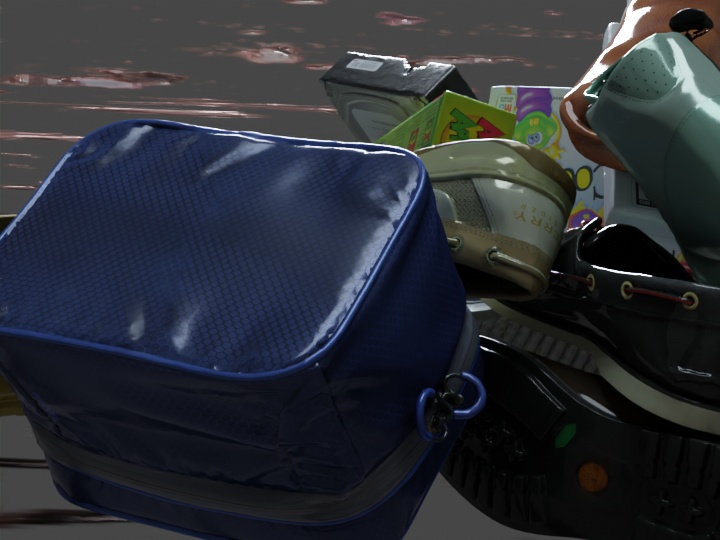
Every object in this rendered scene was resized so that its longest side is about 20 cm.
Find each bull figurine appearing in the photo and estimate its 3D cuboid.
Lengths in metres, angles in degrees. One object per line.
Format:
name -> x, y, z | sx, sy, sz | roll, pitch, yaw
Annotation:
bull figurine -> 0.180, -0.113, 0.938 | 0.121, 0.065, 0.200 | 28, 52, 12

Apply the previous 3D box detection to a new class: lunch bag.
lunch bag -> -0.043, 0.033, 0.713 | 0.200, 0.132, 0.136 | 10, 48, 29

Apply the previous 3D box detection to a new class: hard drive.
hard drive -> 0.066, -0.060, 1.204 | 0.038, 0.200, 0.140 | -46, 30, -16

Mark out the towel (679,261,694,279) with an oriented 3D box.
towel -> 0.206, 0.011, 0.942 | 0.200, 0.023, 0.144 | 7, -7, 23

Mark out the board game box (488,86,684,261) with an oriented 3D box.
board game box -> 0.169, -0.044, 1.113 | 0.105, 0.103, 0.200 | 6, -5, 37

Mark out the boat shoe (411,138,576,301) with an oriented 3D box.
boat shoe -> 0.003, -0.008, 0.783 | 0.200, 0.063, 0.073 | -6, -35, 36

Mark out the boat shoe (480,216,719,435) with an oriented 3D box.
boat shoe -> 0.112, 0.010, 0.760 | 0.074, 0.063, 0.201 | 8, 11, -25

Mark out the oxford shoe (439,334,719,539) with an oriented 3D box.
oxford shoe -> 0.102, 0.078, 0.746 | 0.200, 0.073, 0.084 | 24, 16, 36

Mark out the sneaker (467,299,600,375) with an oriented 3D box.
sneaker -> 0.102, 0.042, 0.902 | 0.079, 0.079, 0.200 | -13, 16, -39

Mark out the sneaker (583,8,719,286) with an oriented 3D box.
sneaker -> 0.156, -0.044, 0.771 | 0.118, 0.074, 0.200 | 49, -1, 18

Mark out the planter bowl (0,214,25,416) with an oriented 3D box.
planter bowl -> -0.190, 0.029, 0.821 | 0.200, 0.084, 0.200 | -6, -5, 0

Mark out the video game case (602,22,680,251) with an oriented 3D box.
video game case -> 0.233, -0.063, 0.965 | 0.199, 0.022, 0.182 | 10, 41, -1

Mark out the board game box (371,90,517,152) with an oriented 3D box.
board game box -> 0.031, -0.037, 1.083 | 0.048, 0.102, 0.200 | 16, -11, -13
